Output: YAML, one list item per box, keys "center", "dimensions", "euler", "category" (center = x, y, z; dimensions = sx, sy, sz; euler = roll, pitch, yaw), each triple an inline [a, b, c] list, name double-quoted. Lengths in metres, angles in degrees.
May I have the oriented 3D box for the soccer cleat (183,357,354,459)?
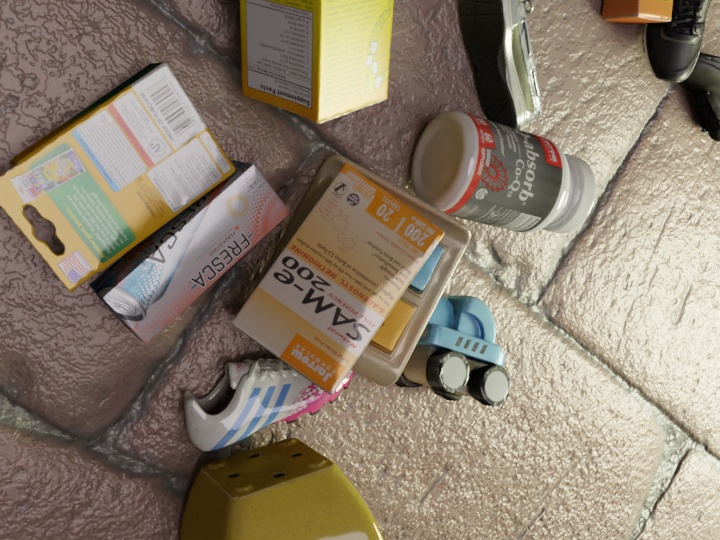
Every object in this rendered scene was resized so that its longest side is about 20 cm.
- center: [-0.097, 0.124, 0.932]
  dimensions: [0.199, 0.070, 0.087]
  euler: [-27, 112, -21]
  category: "soccer cleat"

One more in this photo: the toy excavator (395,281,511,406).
- center: [0.094, 0.043, 1.020]
  dimensions: [0.194, 0.100, 0.201]
  euler: [20, 76, -29]
  category: "toy excavator"

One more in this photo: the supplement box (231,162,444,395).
- center: [-0.023, 0.010, 0.883]
  dimensions: [0.126, 0.074, 0.200]
  euler: [35, 83, 0]
  category: "supplement box"

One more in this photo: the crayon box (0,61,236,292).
- center: [-0.237, -0.091, 0.824]
  dimensions: [0.200, 0.052, 0.126]
  euler: [-40, 116, -17]
  category: "crayon box"

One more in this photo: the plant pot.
- center: [-0.084, 0.295, 0.912]
  dimensions: [0.195, 0.194, 0.201]
  euler: [-12, 100, -26]
  category: "plant pot"

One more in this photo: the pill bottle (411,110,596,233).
- center: [0.169, -0.108, 1.005]
  dimensions: [0.199, 0.116, 0.116]
  euler: [10, 95, -30]
  category: "pill bottle"

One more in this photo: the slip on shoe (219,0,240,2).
- center: [-0.085, -0.353, 0.849]
  dimensions: [0.076, 0.061, 0.200]
  euler: [40, 80, -29]
  category: "slip on shoe"

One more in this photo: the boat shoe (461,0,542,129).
- center: [0.170, -0.263, 1.003]
  dimensions: [0.065, 0.074, 0.203]
  euler: [-29, 116, -27]
  category: "boat shoe"

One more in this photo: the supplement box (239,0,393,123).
- center: [-0.041, -0.259, 0.818]
  dimensions: [0.109, 0.109, 0.201]
  euler: [-28, 132, -42]
  category: "supplement box"

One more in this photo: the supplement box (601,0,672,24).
- center: [0.354, -0.414, 1.074]
  dimensions: [0.069, 0.066, 0.201]
  euler: [-4, 103, -28]
  category: "supplement box"

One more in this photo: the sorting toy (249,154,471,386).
- center: [0.000, 0.000, 0.938]
  dimensions: [0.185, 0.036, 0.201]
  euler: [29, 87, -2]
  category: "sorting toy"

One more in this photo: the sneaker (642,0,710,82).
- center: [0.409, -0.344, 1.094]
  dimensions: [0.075, 0.088, 0.201]
  euler: [9, 90, 9]
  category: "sneaker"

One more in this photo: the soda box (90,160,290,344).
- center: [-0.169, -0.023, 0.868]
  dimensions: [0.200, 0.064, 0.068]
  euler: [-44, 117, -15]
  category: "soda box"

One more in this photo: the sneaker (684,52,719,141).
- center: [0.497, -0.231, 1.188]
  dimensions: [0.200, 0.076, 0.091]
  euler: [27, 96, -26]
  category: "sneaker"
